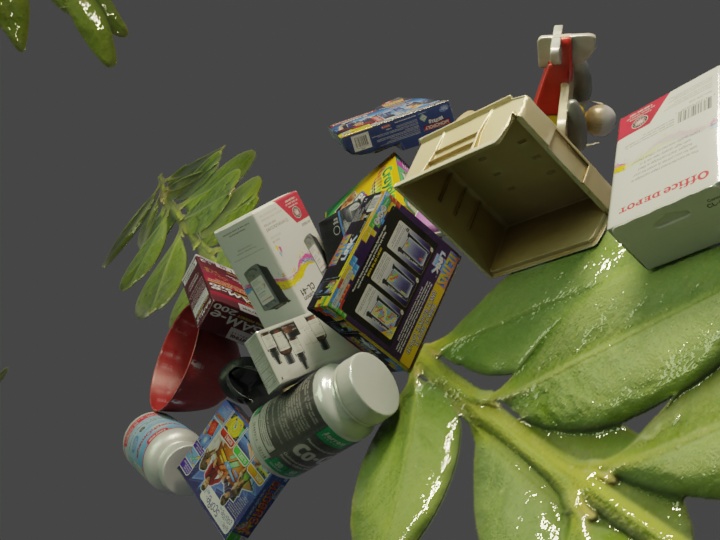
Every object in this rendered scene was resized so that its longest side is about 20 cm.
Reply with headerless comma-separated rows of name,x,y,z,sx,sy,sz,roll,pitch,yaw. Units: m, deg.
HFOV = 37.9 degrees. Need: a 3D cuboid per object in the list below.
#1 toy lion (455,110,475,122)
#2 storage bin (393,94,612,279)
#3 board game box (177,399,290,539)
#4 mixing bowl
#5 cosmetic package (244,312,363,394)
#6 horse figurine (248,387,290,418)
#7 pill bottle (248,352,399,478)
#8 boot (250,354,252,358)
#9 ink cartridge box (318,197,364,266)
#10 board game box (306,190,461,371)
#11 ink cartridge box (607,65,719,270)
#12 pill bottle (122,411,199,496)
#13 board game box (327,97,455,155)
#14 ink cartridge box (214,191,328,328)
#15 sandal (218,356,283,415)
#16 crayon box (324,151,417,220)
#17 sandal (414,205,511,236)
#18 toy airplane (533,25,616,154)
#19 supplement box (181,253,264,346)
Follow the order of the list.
toy lion,0.183,-0.146,1.596,0.192,0.069,0.200,14,68,55
storage bin,0.189,-0.105,1.355,0.198,0.200,0.094,-20,36,48
board game box,-0.190,0.298,1.563,0.135,0.034,0.200,-54,38,3
mixing bowl,-0.280,0.169,1.845,0.200,0.108,0.200,-47,30,38
cosmetic package,-0.055,0.099,1.482,0.200,0.083,0.051,-20,-12,-33
horse figurine,-0.104,0.175,1.638,0.200,0.050,0.133,-57,20,-16
pill bottle,-0.050,0.197,1.439,0.200,0.113,0.113,-35,29,31
boot,-0.123,0.047,1.812,0.200,0.076,0.168,-46,28,25
ink cartridge box,0.000,0.000,1.592,0.099,0.039,0.200,-29,68,37
board game box,0.037,0.016,1.480,0.057,0.165,0.200,-10,46,53
ink cartridge box,0.371,-0.117,1.203,0.148,0.086,0.200,-26,35,41
pill bottle,-0.317,0.306,1.740,0.109,0.109,0.200,-56,26,-12
board game box,0.050,-0.258,1.889,0.200,0.062,0.200,-19,17,-4
ink cartridge box,-0.115,-0.004,1.613,0.086,0.200,0.148,-26,6,29
sandal,-0.165,0.177,1.613,0.076,0.043,0.200,-50,34,-9
crayon box,0.020,-0.089,1.784,0.173,0.058,0.200,-41,26,19
sandal,0.154,-0.108,1.512,0.202,0.050,0.083,-18,50,33
toy airplane,0.287,-0.233,1.441,0.199,0.141,0.200,92,-162,-79
supplement box,-0.236,0.051,1.807,0.061,0.109,0.200,-60,27,13
